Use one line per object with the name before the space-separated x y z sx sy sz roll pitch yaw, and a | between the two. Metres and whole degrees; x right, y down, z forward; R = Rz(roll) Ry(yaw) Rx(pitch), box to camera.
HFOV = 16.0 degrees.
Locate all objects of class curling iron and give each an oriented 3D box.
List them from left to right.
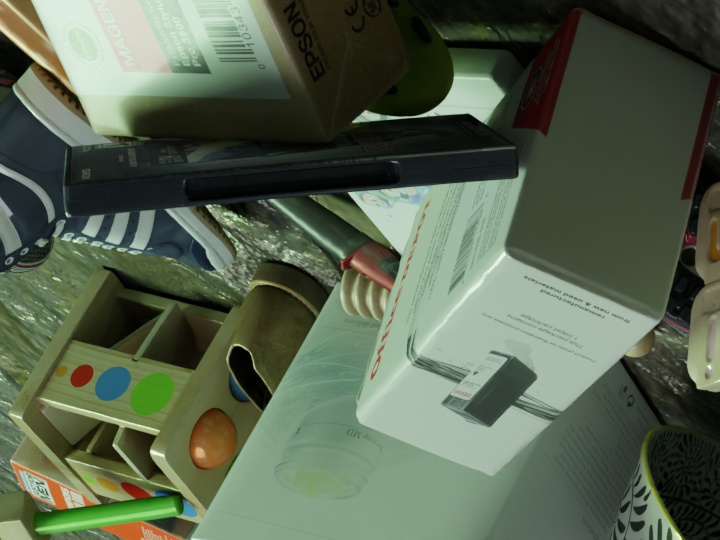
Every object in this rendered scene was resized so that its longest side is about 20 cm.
curling iron | 0.000 0.000 1.492 0.200 0.026 0.050 40 131 10

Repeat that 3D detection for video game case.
video game case | -0.037 -0.050 1.183 0.200 0.019 0.143 -6 -170 -5
video game case | 0.055 -0.051 1.377 0.182 0.024 0.200 6 148 43

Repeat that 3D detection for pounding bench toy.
pounding bench toy | -0.142 0.125 1.741 0.156 0.200 0.124 13 152 35

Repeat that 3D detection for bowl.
bowl | 0.208 0.195 1.474 0.201 0.201 0.094 36 112 -16

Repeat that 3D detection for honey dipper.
honey dipper | 0.081 0.026 1.494 0.200 0.038 0.038 12 152 30

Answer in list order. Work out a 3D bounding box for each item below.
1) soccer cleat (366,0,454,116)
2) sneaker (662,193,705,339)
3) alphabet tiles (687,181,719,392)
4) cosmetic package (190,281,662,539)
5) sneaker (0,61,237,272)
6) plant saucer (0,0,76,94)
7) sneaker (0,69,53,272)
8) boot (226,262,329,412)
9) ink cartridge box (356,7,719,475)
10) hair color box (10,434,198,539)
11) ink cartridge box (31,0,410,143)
soccer cleat | -0.031 -0.115 1.303 0.200 0.065 0.084 18 161 31
sneaker | 0.214 0.024 1.298 0.200 0.081 0.075 38 177 -9
alphabet tiles | 0.200 -0.011 1.095 0.015 0.196 0.200 13 163 -22
cosmetic package | 0.042 0.130 1.540 0.199 0.200 0.123 9 150 38
sneaker | -0.166 -0.033 1.525 0.200 0.109 0.070 41 -176 -44
plant saucer | -0.184 -0.152 1.359 0.200 0.037 0.200 41 174 5
sneaker | -0.224 -0.055 1.602 0.075 0.081 0.200 19 155 15
boot | -0.037 0.079 1.688 0.074 0.075 0.200 12 153 31
ink cartridge box | 0.083 -0.008 1.234 0.084 0.144 0.200 24 149 -10
hair color box | -0.146 0.149 1.908 0.200 0.111 0.064 22 155 16
ink cartridge box | -0.087 -0.160 1.184 0.165 0.075 0.200 3 128 42
